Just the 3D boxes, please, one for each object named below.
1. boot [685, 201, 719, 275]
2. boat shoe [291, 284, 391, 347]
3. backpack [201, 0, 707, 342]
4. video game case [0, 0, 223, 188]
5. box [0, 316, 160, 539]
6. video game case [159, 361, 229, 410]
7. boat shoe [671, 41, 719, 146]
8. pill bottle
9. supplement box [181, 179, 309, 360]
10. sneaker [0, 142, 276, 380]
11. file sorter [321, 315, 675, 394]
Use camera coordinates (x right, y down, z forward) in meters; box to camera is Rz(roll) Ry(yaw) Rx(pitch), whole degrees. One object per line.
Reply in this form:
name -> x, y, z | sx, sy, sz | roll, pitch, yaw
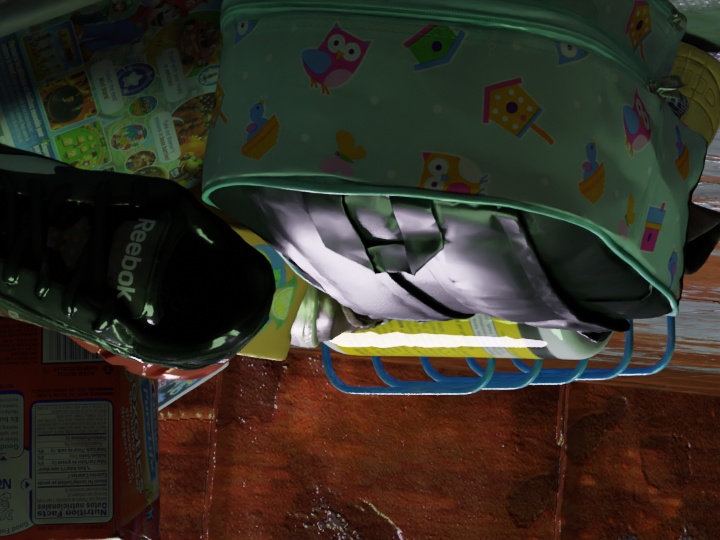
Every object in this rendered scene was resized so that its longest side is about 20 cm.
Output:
boot -> 0.070, -0.046, 1.366 | 0.166, 0.072, 0.200 | 30, -160, 23
boat shoe -> -0.001, -0.006, 1.379 | 0.075, 0.075, 0.202 | -6, -177, 2
backpack -> 0.034, -0.057, 1.119 | 0.175, 0.154, 0.200 | 7, 177, 21
video game case -> -0.123, -0.061, 1.163 | 0.200, 0.018, 0.143 | -20, 147, -7
box -> -0.187, 0.072, 1.226 | 0.200, 0.100, 0.095 | -3, 169, 6
video game case -> -0.157, 0.071, 1.391 | 0.200, 0.023, 0.182 | -33, 167, -6
boat shoe -> 0.090, -0.081, 1.327 | 0.069, 0.071, 0.200 | 28, -161, 38
pill bottle -> 0.034, -0.009, 1.596 | 0.200, 0.115, 0.114 | 0, 173, 25
supplement box -> -0.077, -0.041, 1.307 | 0.069, 0.067, 0.200 | 9, -154, -26
sneaker -> -0.118, -0.012, 1.101 | 0.200, 0.071, 0.098 | 20, 168, -24
file sorter -> 0.083, 0.008, 1.768 | 0.139, 0.123, 0.200 | -1, -178, 40
